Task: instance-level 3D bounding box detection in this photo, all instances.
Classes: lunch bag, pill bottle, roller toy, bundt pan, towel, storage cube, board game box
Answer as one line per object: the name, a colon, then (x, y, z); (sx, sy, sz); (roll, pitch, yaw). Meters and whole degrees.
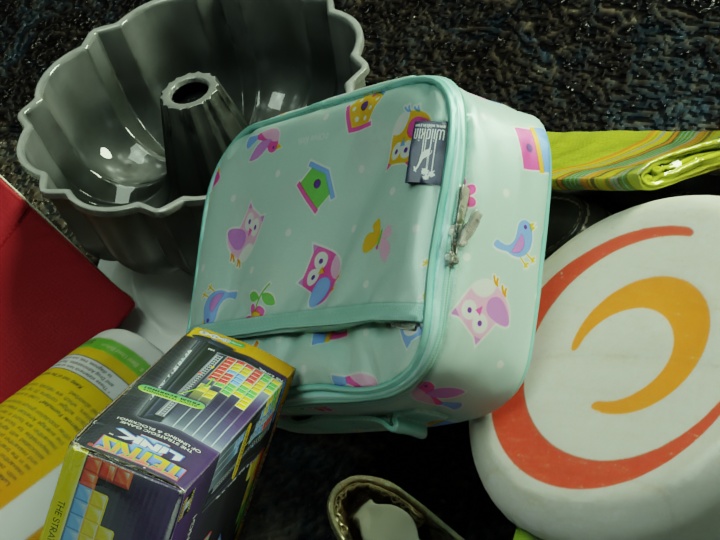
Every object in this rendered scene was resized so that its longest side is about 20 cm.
lunch bag: (0.000, 0.000, 1.116); (0.200, 0.077, 0.161); (-10, 64, 51)
pill bottle: (-0.171, 0.127, 1.213); (0.200, 0.111, 0.111); (-37, 42, -28)
roller toy: (0.157, 0.070, 1.087); (0.200, 0.140, 0.183); (-31, 41, 18)
bundt pan: (-0.083, -0.070, 1.309); (0.201, 0.076, 0.202); (-11, 39, 9)
towel: (0.099, -0.057, 1.187); (0.086, 0.018, 0.200); (-17, 13, -37)
storage cube: (-0.268, 0.023, 1.314); (0.180, 0.171, 0.200); (-52, 27, -13)
board game box: (-0.102, 0.143, 1.038); (0.056, 0.201, 0.165); (21, 20, 7)

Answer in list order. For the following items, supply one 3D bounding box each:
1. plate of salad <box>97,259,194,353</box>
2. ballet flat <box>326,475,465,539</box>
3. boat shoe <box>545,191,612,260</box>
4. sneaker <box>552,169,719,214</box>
plate of salad: (-0.056, -0.002, 1.336); (0.199, 0.048, 0.201); (-11, 50, 14)
ballet flat: (0.046, 0.163, 1.128); (0.067, 0.062, 0.200); (-44, 46, -12)
boat shoe: (0.033, -0.005, 1.191); (0.199, 0.057, 0.067); (-16, 43, 39)
sneaker: (0.127, 0.002, 1.211); (0.199, 0.076, 0.115); (-7, 52, 29)
